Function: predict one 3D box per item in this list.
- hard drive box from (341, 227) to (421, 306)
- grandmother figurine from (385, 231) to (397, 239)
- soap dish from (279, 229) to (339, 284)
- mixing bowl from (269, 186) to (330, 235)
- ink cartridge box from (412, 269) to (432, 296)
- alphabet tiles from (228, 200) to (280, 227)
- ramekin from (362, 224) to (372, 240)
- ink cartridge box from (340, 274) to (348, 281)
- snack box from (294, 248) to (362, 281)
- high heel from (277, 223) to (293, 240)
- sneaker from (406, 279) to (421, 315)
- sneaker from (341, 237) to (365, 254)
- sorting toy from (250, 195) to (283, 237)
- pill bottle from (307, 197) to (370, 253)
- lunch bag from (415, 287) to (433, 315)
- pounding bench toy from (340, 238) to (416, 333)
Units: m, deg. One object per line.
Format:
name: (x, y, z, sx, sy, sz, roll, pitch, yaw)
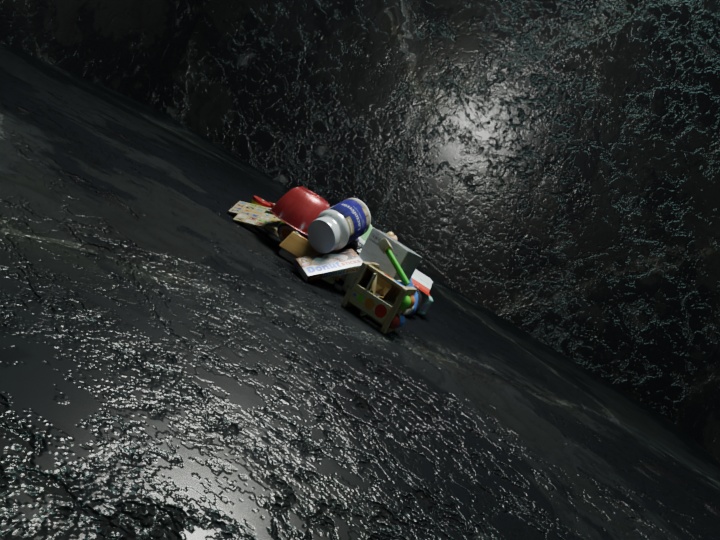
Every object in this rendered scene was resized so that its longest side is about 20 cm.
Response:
hard drive box: (0.057, 0.008, 1.616, 0.155, 0.203, 0.076, 36, 10, 38)
grandmother figurine: (0.087, -0.070, 1.939, 0.123, 0.060, 0.201, 56, 23, -14)
soap dish: (-0.140, -0.048, 1.678, 0.197, 0.082, 0.157, 30, 8, -7)
mixing bowl: (-0.161, -0.179, 1.711, 0.197, 0.110, 0.200, 31, 8, -4)
ink cartridge box: (0.182, 0.017, 1.999, 0.160, 0.058, 0.200, 33, 1, -4)
alphabet tiles: (-0.329, -0.176, 1.799, 0.162, 0.008, 0.201, 14, 21, -1)
ramekin: (0.027, -0.079, 2.077, 0.204, 0.096, 0.200, 63, 1, -2)
ink cartridge box: (0.000, 0.000, 1.877, 0.142, 0.086, 0.200, 27, 9, -14)
snack box: (-0.082, -0.016, 1.560, 0.196, 0.025, 0.072, -12, 48, -38)
high heel: (-0.227, -0.133, 1.851, 0.097, 0.067, 0.199, 56, 14, 25)
sneaker: (0.145, 0.050, 1.869, 0.111, 0.075, 0.205, 27, 47, -65)
sneaker: (0.010, -0.040, 1.730, 0.197, 0.077, 0.088, 30, 32, 4)
sorting toy: (-0.295, -0.184, 1.987, 0.198, 0.071, 0.198, 34, 9, 22)
pill bottle: (-0.061, -0.127, 1.628, 0.114, 0.118, 0.199, 31, 34, 16)
lunch bag: (0.155, 0.077, 2.001, 0.197, 0.078, 0.160, 29, 5, -12)
pounding bench toy: (0.074, 0.040, 1.478, 0.154, 0.204, 0.124, 30, 8, 17)
